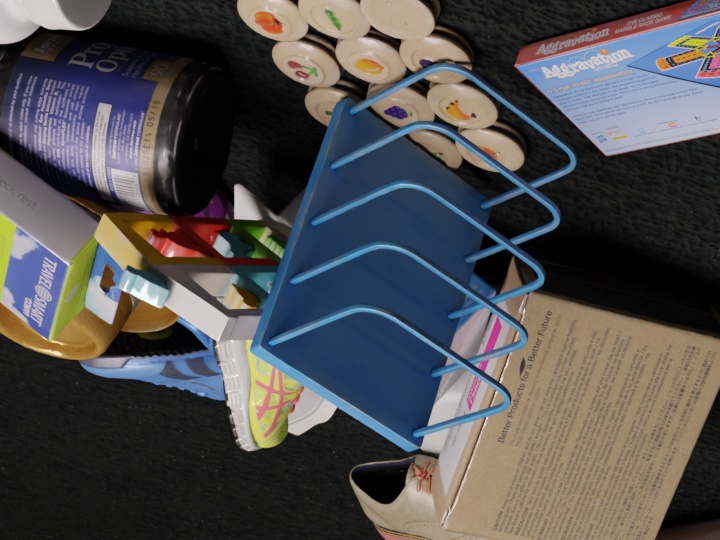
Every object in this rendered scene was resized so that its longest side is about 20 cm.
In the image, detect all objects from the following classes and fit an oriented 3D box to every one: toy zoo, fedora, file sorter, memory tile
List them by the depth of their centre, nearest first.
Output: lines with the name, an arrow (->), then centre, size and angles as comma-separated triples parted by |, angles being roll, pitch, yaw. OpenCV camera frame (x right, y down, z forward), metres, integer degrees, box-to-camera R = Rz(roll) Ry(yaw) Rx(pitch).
file sorter -> 0.042, -0.012, 1.236 | 0.138, 0.201, 0.122 | 33, 148, -25
memory tile -> 0.017, -0.126, 1.278 | 0.153, 0.017, 0.200 | 2, 147, 32
toy zoo -> -0.089, 0.004, 1.283 | 0.131, 0.021, 0.200 | 38, -159, 31
fedora -> -0.235, 0.009, 1.460 | 0.200, 0.082, 0.201 | 17, 149, 10

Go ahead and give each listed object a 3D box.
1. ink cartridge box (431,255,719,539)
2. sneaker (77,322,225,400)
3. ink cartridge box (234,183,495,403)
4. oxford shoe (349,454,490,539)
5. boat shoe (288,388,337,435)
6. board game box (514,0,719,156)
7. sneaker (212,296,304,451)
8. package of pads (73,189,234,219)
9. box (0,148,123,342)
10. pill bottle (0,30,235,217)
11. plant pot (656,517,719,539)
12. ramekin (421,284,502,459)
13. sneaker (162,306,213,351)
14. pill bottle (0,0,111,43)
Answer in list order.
ink cartridge box -> 0.159, 0.105, 1.395 | 0.164, 0.075, 0.201 | 15, 113, -11
sneaker -> -0.134, 0.080, 1.572 | 0.199, 0.066, 0.079 | -5, 121, -21
ink cartridge box -> 0.000, 0.000, 1.424 | 0.200, 0.067, 0.116 | 39, 157, 15
oxford shoe -> 0.071, 0.187, 1.545 | 0.199, 0.071, 0.075 | -8, 136, 41
boat shoe -> -0.052, 0.090, 1.678 | 0.068, 0.072, 0.200 | 25, 162, -10
board game box -> 0.200, -0.120, 1.157 | 0.199, 0.020, 0.103 | -9, 142, 45
sneaker -> -0.062, 0.073, 1.460 | 0.090, 0.078, 0.200 | -10, 147, -3
package of pads -> -0.211, -0.055, 1.501 | 0.199, 0.076, 0.121 | 2, 148, 32
box -> -0.257, -0.034, 1.342 | 0.200, 0.048, 0.122 | 37, 149, 5
pill bottle -> -0.199, -0.108, 1.354 | 0.199, 0.112, 0.112 | 12, 152, 16
plant pot -> 0.302, 0.310, 1.710 | 0.200, 0.201, 0.198 | 35, 143, -27
ramekin -> 0.131, 0.105, 1.535 | 0.199, 0.098, 0.201 | 16, 153, 8
sneaker -> -0.070, 0.035, 1.535 | 0.199, 0.105, 0.076 | 19, 150, 4
pill bottle -> -0.260, -0.203, 1.222 | 0.199, 0.111, 0.111 | 9, 151, 23
